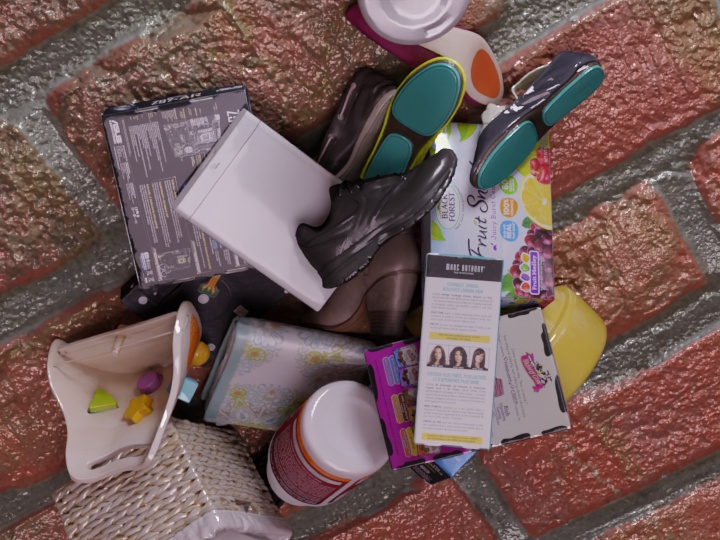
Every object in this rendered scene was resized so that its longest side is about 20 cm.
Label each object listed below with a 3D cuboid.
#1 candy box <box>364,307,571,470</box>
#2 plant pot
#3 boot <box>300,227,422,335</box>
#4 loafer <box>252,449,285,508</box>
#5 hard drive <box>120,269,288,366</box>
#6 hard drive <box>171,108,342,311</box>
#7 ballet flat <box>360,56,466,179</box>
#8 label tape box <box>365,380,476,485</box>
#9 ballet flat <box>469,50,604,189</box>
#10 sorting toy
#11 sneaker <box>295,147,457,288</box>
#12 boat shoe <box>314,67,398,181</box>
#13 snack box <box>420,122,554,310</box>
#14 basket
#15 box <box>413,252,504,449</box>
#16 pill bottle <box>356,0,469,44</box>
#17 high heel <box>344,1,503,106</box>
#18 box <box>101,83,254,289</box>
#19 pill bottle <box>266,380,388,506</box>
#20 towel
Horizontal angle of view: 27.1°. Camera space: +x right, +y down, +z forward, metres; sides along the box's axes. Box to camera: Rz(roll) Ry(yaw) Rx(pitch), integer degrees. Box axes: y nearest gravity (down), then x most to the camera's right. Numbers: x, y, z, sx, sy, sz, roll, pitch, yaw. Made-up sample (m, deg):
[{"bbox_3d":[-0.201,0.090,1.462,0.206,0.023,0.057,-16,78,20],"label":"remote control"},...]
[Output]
[{"bbox_3d":[0.117,0.128,1.628,0.199,0.061,0.137,-14,87,7],"label":"candy box"},{"bbox_3d":[0.152,0.070,1.742,0.189,0.201,0.201,43,107,-11],"label":"plant pot"},{"bbox_3d":[0.000,0.000,1.725,0.070,0.200,0.147,3,88,-41],"label":"boot"},{"bbox_3d":[-0.133,0.276,1.885,0.063,0.072,0.200,29,115,-19],"label":"loafer"},{"bbox_3d":[-0.162,0.005,1.735,0.200,0.038,0.140,-41,118,16],"label":"hard drive"},{"bbox_3d":[-0.086,-0.063,1.619,0.200,0.027,0.132,36,92,-22],"label":"hard drive"},{"bbox_3d":[0.058,-0.159,1.625,0.067,0.067,0.200,33,124,4],"label":"ballet flat"},{"bbox_3d":[0.067,0.175,1.753,0.144,0.200,0.063,43,75,2],"label":"label tape box"},{"bbox_3d":[0.180,-0.171,1.643,0.200,0.073,0.073,-43,120,-7],"label":"ballet flat"},{"bbox_3d":[-0.264,0.152,1.697,0.199,0.180,0.107,-16,135,28],"label":"sorting toy"},{"bbox_3d":[0.016,-0.070,1.590,0.200,0.076,0.091,-40,92,1],"label":"sneaker"},{"bbox_3d":[-0.018,-0.135,1.670,0.067,0.057,0.200,-7,136,-53],"label":"boat shoe"},{"bbox_3d":[0.139,-0.060,1.661,0.142,0.201,0.053,3,163,-10],"label":"snack box"},{"bbox_3d":[-0.224,0.293,1.783,0.200,0.161,0.198,-33,157,14],"label":"basket"},{"bbox_3d":[0.102,0.084,1.572,0.082,0.049,0.201,4,90,1],"label":"box"},{"bbox_3d":[0.039,-0.310,1.482,0.112,0.200,0.112,-3,121,-6],"label":"pill bottle"},{"bbox_3d":[0.074,-0.240,1.632,0.200,0.096,0.068,41,66,-40],"label":"high heel"},{"bbox_3d":[-0.184,-0.092,1.638,0.160,0.044,0.201,-11,107,0],"label":"box"},{"bbox_3d":[-0.043,0.209,1.741,0.113,0.113,0.200,13,154,-16],"label":"pill bottle"},{"bbox_3d":[-0.090,0.129,1.778,0.171,0.048,0.200,9,142,-15],"label":"towel"}]
